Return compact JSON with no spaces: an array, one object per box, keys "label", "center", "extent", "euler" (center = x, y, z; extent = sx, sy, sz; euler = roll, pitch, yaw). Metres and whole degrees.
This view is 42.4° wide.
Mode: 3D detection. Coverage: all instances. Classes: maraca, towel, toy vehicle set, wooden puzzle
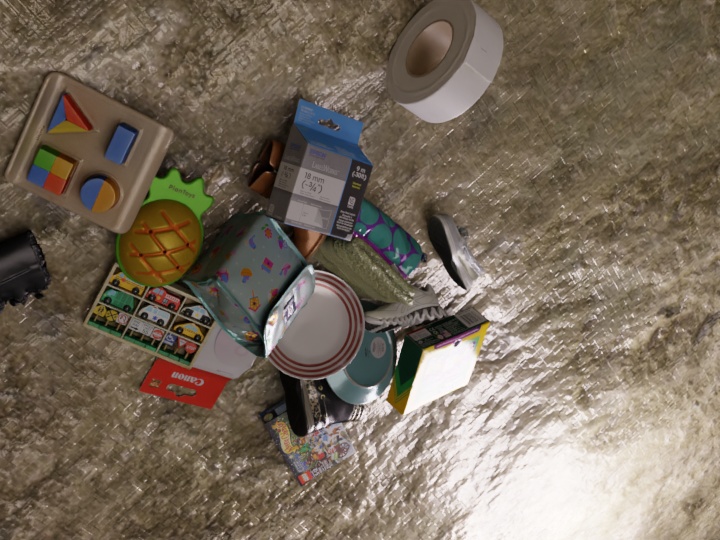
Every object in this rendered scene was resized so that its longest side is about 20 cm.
[{"label":"maraca","center":[-0.314,-0.066,1.489],"extent":[0.137,0.107,0.200],"euler":[18,103,-31]},{"label":"towel","center":[0.000,0.000,1.677],"extent":[0.200,0.148,0.037],"euler":[45,62,-39]},{"label":"toy vehicle set","center":[-0.349,0.075,1.566],"extent":[0.200,0.027,0.124],"euler":[25,102,-21]},{"label":"wooden puzzle","center":[-0.405,-0.170,1.383],"extent":[0.200,0.046,0.186],"euler":[25,103,-15]}]

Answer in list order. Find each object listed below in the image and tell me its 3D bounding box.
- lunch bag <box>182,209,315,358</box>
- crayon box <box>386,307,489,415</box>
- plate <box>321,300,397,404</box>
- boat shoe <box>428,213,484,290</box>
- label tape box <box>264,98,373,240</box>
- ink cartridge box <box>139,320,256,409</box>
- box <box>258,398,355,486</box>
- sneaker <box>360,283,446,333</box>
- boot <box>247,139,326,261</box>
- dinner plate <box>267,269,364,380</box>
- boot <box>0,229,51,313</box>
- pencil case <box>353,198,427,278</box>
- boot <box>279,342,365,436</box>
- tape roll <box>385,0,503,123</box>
[{"label":"lunch bag","center":[-0.171,0.027,1.561],"extent":[0.200,0.122,0.171],"euler":[54,53,-29]},{"label":"crayon box","center":[0.155,0.181,1.868],"extent":[0.200,0.058,0.173],"euler":[-18,135,-40]},{"label":"plate","center":[0.007,0.156,1.777],"extent":[0.200,0.026,0.201],"euler":[4,85,-42]},{"label":"boat shoe","center":[0.188,-0.044,1.799],"extent":[0.065,0.074,0.202],"euler":[-40,132,-11]},{"label":"label tape box","center":[-0.058,-0.163,1.531],"extent":[0.144,0.063,0.201],"euler":[13,96,-40]},{"label":"ink cartridge box","center":[-0.280,0.163,1.675],"extent":[0.162,0.057,0.200],"euler":[22,100,-36]},{"label":"box","center":[-0.104,0.329,1.869],"extent":[0.136,0.038,0.200],"euler":[-31,127,-11]},{"label":"sneaker","center":[0.074,0.072,1.784],"extent":[0.200,0.075,0.081],"euler":[-7,80,-41]},{"label":"boot","center":[-0.122,-0.117,1.581],"extent":[0.155,0.077,0.200],"euler":[16,106,-36]},{"label":"dinner plate","center":[-0.091,0.099,1.695],"extent":[0.199,0.024,0.201],"euler":[0,88,-12]},{"label":"boot","center":[-0.568,-0.019,1.399],"extent":[0.162,0.073,0.199],"euler":[-21,132,-14]},{"label":"pencil case","center":[0.029,-0.059,1.688],"extent":[0.085,0.093,0.200],"euler":[-29,133,29]},{"label":"boot","center":[-0.072,0.205,1.772],"extent":[0.153,0.073,0.204],"euler":[-2,83,-41]},{"label":"tape roll","center":[0.135,-0.345,1.514],"extent":[0.071,0.202,0.203],"euler":[28,101,-37]}]
